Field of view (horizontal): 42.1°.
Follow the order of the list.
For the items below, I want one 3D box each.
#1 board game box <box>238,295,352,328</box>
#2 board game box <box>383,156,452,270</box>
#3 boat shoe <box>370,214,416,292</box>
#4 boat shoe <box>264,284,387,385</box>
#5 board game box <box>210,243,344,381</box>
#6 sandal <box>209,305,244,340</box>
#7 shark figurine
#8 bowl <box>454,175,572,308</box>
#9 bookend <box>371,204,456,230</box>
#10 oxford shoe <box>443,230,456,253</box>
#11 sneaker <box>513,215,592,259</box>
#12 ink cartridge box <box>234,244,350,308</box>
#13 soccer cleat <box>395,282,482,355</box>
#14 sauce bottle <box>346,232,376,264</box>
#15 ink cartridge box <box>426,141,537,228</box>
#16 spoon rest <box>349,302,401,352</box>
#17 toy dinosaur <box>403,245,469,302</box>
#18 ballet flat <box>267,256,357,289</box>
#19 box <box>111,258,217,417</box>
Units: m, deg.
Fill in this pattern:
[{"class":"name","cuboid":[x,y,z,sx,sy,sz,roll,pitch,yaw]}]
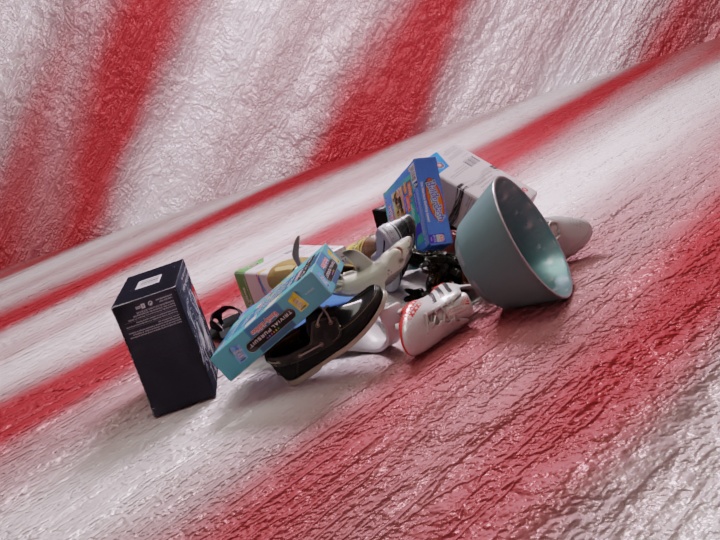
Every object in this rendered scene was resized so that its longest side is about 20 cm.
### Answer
[{"class":"board game box","cuboid":[-0.097,0.077,1.529,0.157,0.039,0.199,-24,21,-39]},{"class":"board game box","cuboid":[0.097,-0.095,1.647,0.044,0.154,0.200,-7,-10,-16]},{"class":"boat shoe","cuboid":[0.065,-0.026,1.587,0.070,0.072,0.200,-29,-19,-15]},{"class":"boat shoe","cuboid":[-0.048,0.083,1.328,0.199,0.068,0.072,-37,26,12]},{"class":"board game box","cuboid":[-0.118,0.059,1.363,0.200,0.047,0.151,-40,9,15]},{"class":"sandal","cuboid":[-0.233,0.090,1.664,0.075,0.048,0.200,-34,11,-16]},{"class":"shark figurine","cuboid":[-0.018,0.013,1.508,0.212,0.130,0.089,0,-8,15]},{"class":"bowl","cuboid":[0.211,-0.025,1.359,0.104,0.202,0.201,-32,7,25]},{"class":"bookend","cuboid":[0.159,-0.108,1.875,0.197,0.093,0.199,-24,16,-22]},{"class":"oxford shoe","cuboid":[0.198,-0.031,1.638,0.074,0.071,0.200,10,-2,-23]},{"class":"sneaker","cuboid":[0.271,-0.050,1.477,0.197,0.076,0.087,-9,-12,0]},{"class":"ink cartridge box","cuboid":[-0.125,0.015,1.780,0.144,0.085,0.199,-27,17,-32]},{"class":"soccer cleat","cuboid":[0.115,0.063,1.343,0.084,0.069,0.200,-11,12,29]},{"class":"sauce bottle","cuboid":[0.024,-0.035,1.734,0.064,0.065,0.200,-25,0,-25]},{"class":"ink cartridge box","cuboid":[0.209,-0.142,1.752,0.199,0.085,0.146,34,37,17]},{"class":"spoon rest","cuboid":[0.004,0.094,1.410,0.099,0.061,0.199,-25,2,-29]},{"class":"toy dinosaur","cuboid":[0.141,-0.001,1.514,0.134,0.104,0.200,-5,-13,-21]},{"class":"ballet flat","cuboid":[-0.064,0.009,1.646,0.197,0.070,0.063,-1,-3,-20]},{"class":"box","cuboid":[-0.301,0.101,1.477,0.103,0.184,0.200,-18,15,-3]}]
